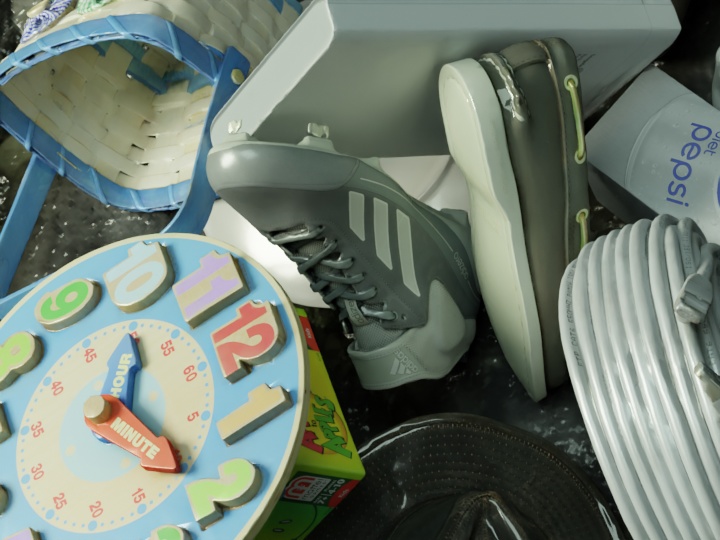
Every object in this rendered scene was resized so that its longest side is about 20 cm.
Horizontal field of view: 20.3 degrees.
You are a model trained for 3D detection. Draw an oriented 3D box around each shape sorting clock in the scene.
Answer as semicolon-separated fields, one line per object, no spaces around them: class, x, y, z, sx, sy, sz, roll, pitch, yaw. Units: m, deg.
shape sorting clock;-0.113;0.070;0.918;0.199;0.039;0.201;-13;55;19

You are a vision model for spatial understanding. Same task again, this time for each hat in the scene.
hat;0.051;0.157;0.937;0.200;0.081;0.201;2;71;-6

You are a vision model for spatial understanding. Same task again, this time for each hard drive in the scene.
hard drive;0.041;-0.094;0.990;0.199;0.132;0.027;-5;68;-31

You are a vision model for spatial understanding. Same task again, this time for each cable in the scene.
cable;0.154;0.073;0.904;0.069;0.200;0.201;-20;108;15

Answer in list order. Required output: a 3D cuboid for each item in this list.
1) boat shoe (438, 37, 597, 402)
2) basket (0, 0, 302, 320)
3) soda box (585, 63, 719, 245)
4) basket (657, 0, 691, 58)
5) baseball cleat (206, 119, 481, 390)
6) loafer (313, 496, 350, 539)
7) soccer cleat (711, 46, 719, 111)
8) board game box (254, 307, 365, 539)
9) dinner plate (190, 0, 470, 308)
boat shoe;0.087;-0.021;0.979;0.060;0.202;0.072;-22;38;-11
basket;-0.124;-0.075;1.075;0.176;0.139;0.201;-19;50;40
soda box;0.202;-0.016;0.999;0.063;0.068;0.200;-47;62;-5
basket;0.136;-0.224;1.073;0.180;0.136;0.201;7;75;43
baseball cleat;0.000;0.000;0.987;0.070;0.200;0.107;-8;70;42
loafer;-0.028;0.129;1.013;0.076;0.068;0.200;-31;62;4
soccer cleat;0.256;-0.056;0.987;0.200;0.085;0.069;36;82;27
board game box;-0.085;0.116;0.986;0.200;0.047;0.102;-50;45;32
dinner plate;-0.005;-0.076;1.118;0.199;0.024;0.201;-6;66;15
